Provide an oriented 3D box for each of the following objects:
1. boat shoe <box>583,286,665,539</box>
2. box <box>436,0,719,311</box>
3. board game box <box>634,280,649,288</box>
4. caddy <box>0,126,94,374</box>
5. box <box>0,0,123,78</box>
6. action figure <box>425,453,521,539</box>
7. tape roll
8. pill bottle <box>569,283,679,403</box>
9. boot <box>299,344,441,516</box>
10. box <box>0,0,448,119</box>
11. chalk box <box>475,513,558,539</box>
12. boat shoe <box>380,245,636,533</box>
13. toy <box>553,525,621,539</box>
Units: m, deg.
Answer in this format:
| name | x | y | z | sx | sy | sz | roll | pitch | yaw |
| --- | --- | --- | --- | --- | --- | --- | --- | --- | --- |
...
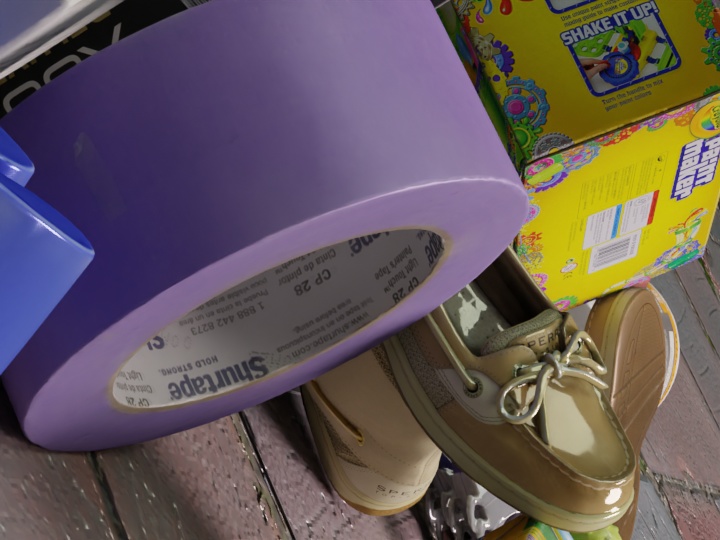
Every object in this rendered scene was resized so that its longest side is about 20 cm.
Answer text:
| name | x | y | z | sx | sy | sz | roll | pitch | yaw |
| --- | --- | --- | --- | --- | --- | --- | --- | --- | --- |
| boat shoe | 0.124 | 0.090 | 1.277 | 0.071 | 0.064 | 0.201 | -38 | 143 | -45 |
| box | 0.095 | -0.108 | 1.164 | 0.200 | 0.121 | 0.194 | 88 | -20 | -66 |
| board game box | 0.074 | -0.042 | 1.366 | 0.199 | 0.020 | 0.103 | 16 | 21 | -25 |
| caddy | -0.170 | -0.028 | 0.620 | 0.200 | 0.105 | 0.141 | 44 | 1 | -33 |
| box | -0.173 | -0.156 | 0.784 | 0.200 | 0.130 | 0.200 | 58 | 15 | -7 |
| action figure | 0.040 | 0.050 | 1.142 | 0.130 | 0.069 | 0.202 | -5 | -75 | 63 |
| tape roll | -0.045 | -0.017 | 0.817 | 0.085 | 0.199 | 0.200 | 64 | 16 | 16 |
| pill bottle | 0.128 | 0.049 | 1.422 | 0.117 | 0.116 | 0.200 | 63 | 15 | 10 |
| boot | 0.000 | 0.000 | 1.043 | 0.156 | 0.072 | 0.201 | 127 | -55 | -64 |
| box | -0.079 | -0.132 | 0.916 | 0.158 | 0.199 | 0.050 | 58 | 12 | -12 |
| chalk box | 0.059 | 0.218 | 0.876 | 0.201 | 0.124 | 0.124 | 61 | 15 | -1 |
| boat shoe | 0.047 | 0.014 | 0.916 | 0.073 | 0.063 | 0.201 | -18 | 65 | -43 |
| toy | 0.121 | 0.165 | 1.241 | 0.201 | 0.047 | 0.115 | 65 | -14 | 4 |
